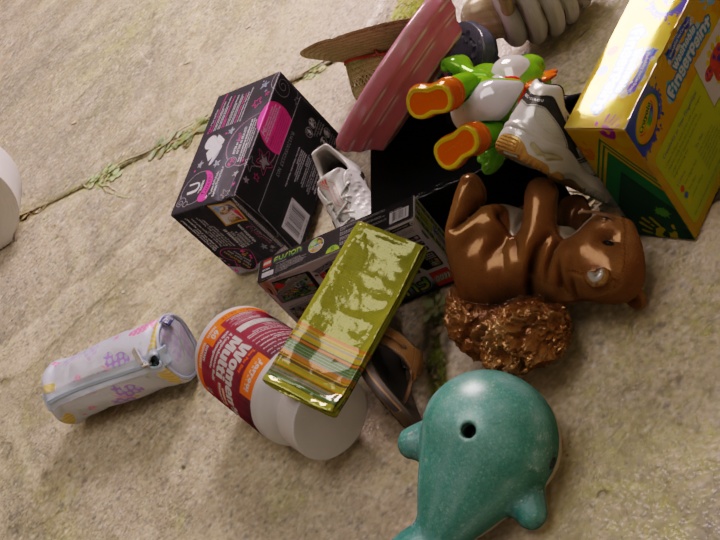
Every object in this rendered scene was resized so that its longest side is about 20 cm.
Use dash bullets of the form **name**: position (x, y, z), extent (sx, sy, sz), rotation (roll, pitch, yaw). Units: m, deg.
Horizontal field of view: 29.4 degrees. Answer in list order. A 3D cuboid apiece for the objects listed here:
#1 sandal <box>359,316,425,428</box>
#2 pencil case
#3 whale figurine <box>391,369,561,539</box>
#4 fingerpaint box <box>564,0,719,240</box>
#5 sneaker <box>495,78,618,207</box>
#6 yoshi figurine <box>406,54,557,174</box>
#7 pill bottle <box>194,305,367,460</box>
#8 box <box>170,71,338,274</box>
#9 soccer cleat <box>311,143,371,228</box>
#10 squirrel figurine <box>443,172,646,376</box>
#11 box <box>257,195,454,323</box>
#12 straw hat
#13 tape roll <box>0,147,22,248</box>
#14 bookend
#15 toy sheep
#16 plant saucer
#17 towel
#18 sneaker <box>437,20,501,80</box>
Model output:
- **sandal**: position (0.037, 0.084, 1.397), extent (0.054, 0.082, 0.201), rotation (-36, 30, 18)
- **pencil case**: position (-0.287, 0.121, 1.643), extent (0.199, 0.084, 0.091), rotation (-21, 21, 28)
- **whale figurine**: position (0.092, 0.183, 1.219), extent (0.158, 0.104, 0.201), rotation (29, 86, 26)
- **fingerpaint box**: position (0.296, -0.160, 1.319), extent (0.073, 0.167, 0.201), rotation (7, 60, 45)
- **sneaker**: position (0.213, -0.123, 1.330), extent (0.075, 0.199, 0.088), rotation (26, 94, 37)
- **yoshi figurine**: position (0.117, -0.165, 1.375), extent (0.111, 0.113, 0.200), rotation (27, 34, 23)
- **pill bottle**: position (-0.085, 0.118, 1.444), extent (0.110, 0.110, 0.200), rotation (-50, 38, -9)
- **box**: position (-0.126, -0.117, 1.685), extent (0.114, 0.132, 0.201), rotation (-13, 46, 38)
- **soccer cleat**: position (-0.012, -0.071, 1.577), extent (0.068, 0.085, 0.201), rotation (-33, 38, 12)
- **squirrel figurine**: position (0.177, 0.015, 1.315), extent (0.186, 0.141, 0.202), rotation (15, 79, 37)
- **box**: position (0.000, 0.000, 1.479), extent (0.199, 0.110, 0.035), rotation (-22, 42, 25)
- **straw hat**: position (0.030, -0.246, 1.699), extent (0.200, 0.200, 0.086), rotation (-12, 88, 34)
- **tape roll**: position (-0.608, -0.110, 2.054), extent (0.201, 0.203, 0.071), rotation (-30, 39, 16)
- **bookend**: position (0.115, -0.131, 1.514), extent (0.198, 0.092, 0.201), rotation (-24, 40, 21)
- **toy sheep**: position (0.206, -0.332, 1.593), extent (0.199, 0.138, 0.138), rotation (-26, 39, 2)
- **plant saucer**: position (0.047, -0.204, 1.461), extent (0.201, 0.051, 0.201), rotation (-57, 0, 0)
- **towel**: position (-0.014, 0.044, 1.364), extent (0.086, 0.018, 0.201), rotation (23, 68, 19)
- **sneaker**: position (0.136, -0.242, 1.562), extent (0.200, 0.081, 0.071), rotation (-141, 63, -74)
